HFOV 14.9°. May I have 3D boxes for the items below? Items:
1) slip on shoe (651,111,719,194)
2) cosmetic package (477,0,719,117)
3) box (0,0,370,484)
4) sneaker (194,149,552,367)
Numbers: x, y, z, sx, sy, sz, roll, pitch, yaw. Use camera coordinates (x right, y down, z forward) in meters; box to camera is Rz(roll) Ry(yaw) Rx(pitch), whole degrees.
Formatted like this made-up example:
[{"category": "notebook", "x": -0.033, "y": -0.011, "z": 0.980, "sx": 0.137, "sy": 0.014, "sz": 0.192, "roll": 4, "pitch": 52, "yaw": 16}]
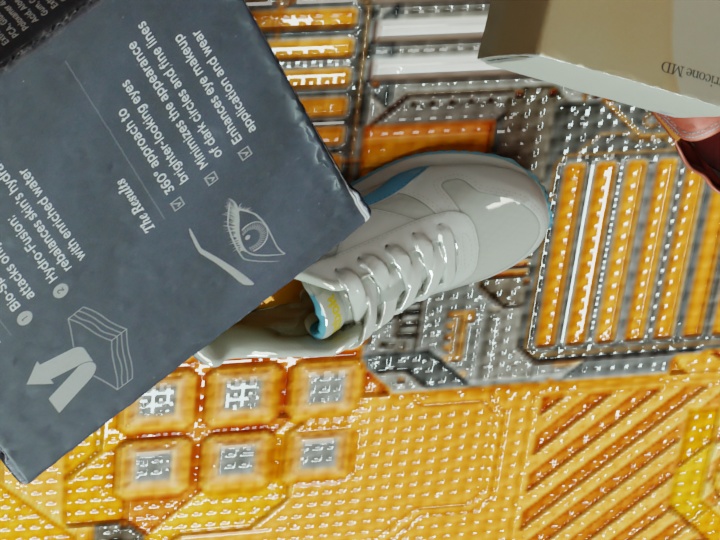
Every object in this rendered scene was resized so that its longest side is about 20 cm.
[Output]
[{"category": "slip on shoe", "x": 0.159, "y": -0.095, "z": 1.303, "sx": 0.074, "sy": 0.061, "sz": 0.200, "roll": -31, "pitch": 135, "yaw": 9}, {"category": "cosmetic package", "x": 0.129, "y": -0.173, "z": 1.171, "sx": 0.105, "sy": 0.071, "sz": 0.201, "roll": 13, "pitch": 88, "yaw": -18}, {"category": "box", "x": -0.133, "y": -0.051, "z": 1.185, "sx": 0.200, "sy": 0.117, "sz": 0.197, "roll": -38, "pitch": 136, "yaw": -8}, {"category": "sneaker", "x": 0.000, "y": 0.000, "z": 1.328, "sx": 0.199, "sy": 0.081, "sz": 0.077, "roll": -14, "pitch": 128, "yaw": -8}]
